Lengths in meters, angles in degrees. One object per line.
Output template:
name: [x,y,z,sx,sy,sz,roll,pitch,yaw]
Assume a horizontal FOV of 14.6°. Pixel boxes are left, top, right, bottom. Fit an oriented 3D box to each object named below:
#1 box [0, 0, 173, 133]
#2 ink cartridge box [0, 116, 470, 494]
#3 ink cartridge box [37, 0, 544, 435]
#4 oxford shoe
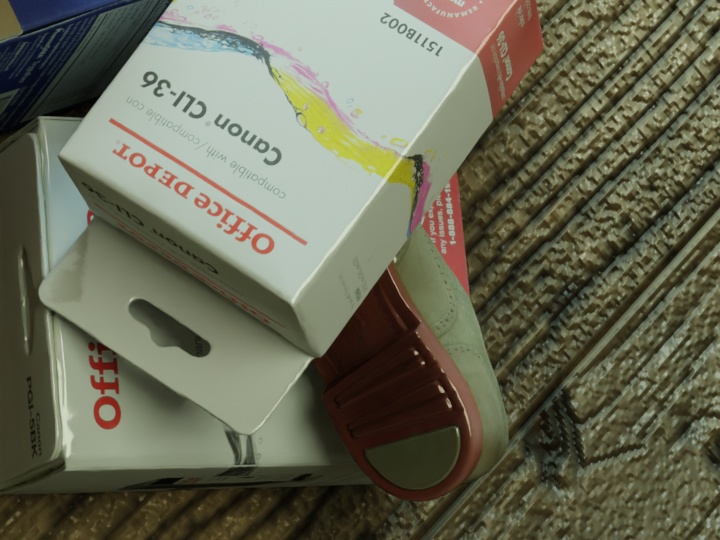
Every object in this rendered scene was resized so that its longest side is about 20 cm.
box: [-0.091,-0.109,1.178,0.200,0.121,0.032,-21,79,-31]
ink cartridge box: [-0.058,0.017,1.190,0.200,0.083,0.147,1,77,-29]
ink cartridge box: [-0.032,-0.050,1.083,0.116,0.068,0.200,31,77,17]
oxford shoe: [0.000,0.000,1.153,0.075,0.070,0.200,-5,71,-64]
